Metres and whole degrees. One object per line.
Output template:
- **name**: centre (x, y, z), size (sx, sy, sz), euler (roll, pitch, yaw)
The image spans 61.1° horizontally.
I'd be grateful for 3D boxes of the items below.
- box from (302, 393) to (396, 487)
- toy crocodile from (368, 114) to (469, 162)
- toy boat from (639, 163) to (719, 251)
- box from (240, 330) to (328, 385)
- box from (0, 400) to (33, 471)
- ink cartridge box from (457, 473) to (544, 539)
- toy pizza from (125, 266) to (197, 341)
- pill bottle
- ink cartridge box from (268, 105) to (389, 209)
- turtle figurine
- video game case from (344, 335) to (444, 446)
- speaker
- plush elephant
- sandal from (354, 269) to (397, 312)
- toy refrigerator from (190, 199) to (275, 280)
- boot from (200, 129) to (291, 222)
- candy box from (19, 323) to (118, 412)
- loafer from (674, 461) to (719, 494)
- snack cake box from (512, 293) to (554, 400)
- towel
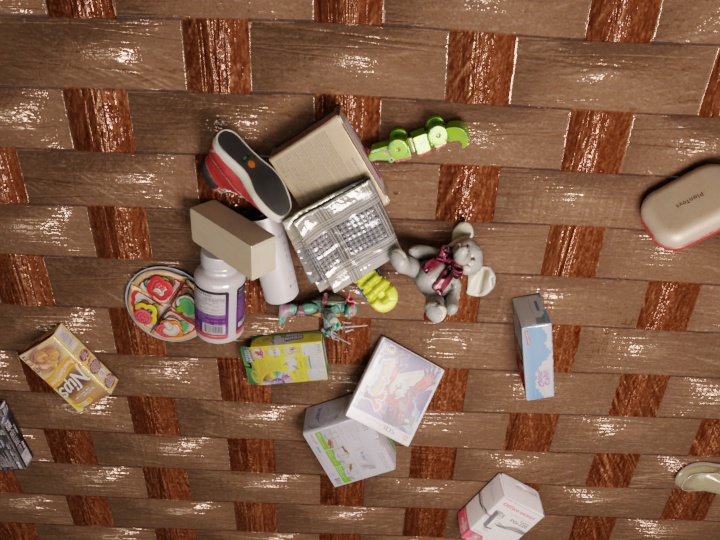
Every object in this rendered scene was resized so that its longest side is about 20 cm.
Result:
- **box**: centre (-0.025, 0.424, 1.532), size (0.173, 0.097, 0.203), euler (-21, 117, 12)
- **toy crocodile**: centre (0.109, -0.244, 1.162), size (0.195, 0.068, 0.063), euler (-16, 120, 10)
- **toy boat**: centre (0.665, -0.112, 1.209), size (0.197, 0.133, 0.130), euler (-28, 146, 17)
- **box**: centre (-0.178, 0.209, 1.443), size (0.194, 0.049, 0.120), euler (-6, 120, 2)
- **box**: centre (-0.972, 0.437, 1.592), size (0.153, 0.050, 0.204), euler (-6, 119, 5)
- **ink cartridge box**: centre (0.382, 0.669, 1.670), size (0.143, 0.085, 0.202), euler (28, 115, -14)
- **toy pizza**: centre (-0.439, 0.084, 1.385), size (0.194, 0.032, 0.205), euler (1, 120, 1)
- **pill bottle**: centre (-0.303, 0.045, 1.313), size (0.108, 0.112, 0.204), euler (7, 120, -3)
- **ink cartridge box**: centre (-0.058, -0.188, 1.195), size (0.162, 0.076, 0.202), euler (-27, 115, 14)
- **turtle figurine**: centre (-0.080, 0.099, 1.351), size (0.194, 0.103, 0.150), euler (5, 161, 1)
- **video game case**: centre (0.081, 0.286, 1.437), size (0.180, 0.023, 0.204), euler (28, 86, -15)
- **speaker**: centre (-0.186, -0.034, 1.283), size (0.079, 0.082, 0.204), euler (-7, 120, 5)
- **plush elephant**: centre (0.184, -0.007, 1.236), size (0.154, 0.199, 0.167), euler (-40, 74, 21)
- **sandal**: centre (0.000, 0.000, 1.300), size (0.079, 0.087, 0.203), euler (-33, 96, -6)
- **toy refrigerator**: centre (-0.252, -0.065, 1.213), size (0.198, 0.069, 0.078), euler (29, 129, 33)
- **boot**: centre (-0.227, -0.159, 1.189), size (0.201, 0.072, 0.144), euler (49, 144, -5)
- **candy box**: centre (-0.698, 0.236, 1.466), size (0.114, 0.056, 0.202), euler (-27, 116, 16)
- **loafer**: centre (0.929, 0.549, 1.594), size (0.194, 0.069, 0.077), euler (-8, 120, 6)
- **snack cake box**: centre (0.387, 0.172, 1.366), size (0.065, 0.116, 0.204), euler (-9, 120, 6)
- **towel**: centre (-0.033, -0.060, 1.189), size (0.196, 0.035, 0.195), euler (-26, 127, 1)
